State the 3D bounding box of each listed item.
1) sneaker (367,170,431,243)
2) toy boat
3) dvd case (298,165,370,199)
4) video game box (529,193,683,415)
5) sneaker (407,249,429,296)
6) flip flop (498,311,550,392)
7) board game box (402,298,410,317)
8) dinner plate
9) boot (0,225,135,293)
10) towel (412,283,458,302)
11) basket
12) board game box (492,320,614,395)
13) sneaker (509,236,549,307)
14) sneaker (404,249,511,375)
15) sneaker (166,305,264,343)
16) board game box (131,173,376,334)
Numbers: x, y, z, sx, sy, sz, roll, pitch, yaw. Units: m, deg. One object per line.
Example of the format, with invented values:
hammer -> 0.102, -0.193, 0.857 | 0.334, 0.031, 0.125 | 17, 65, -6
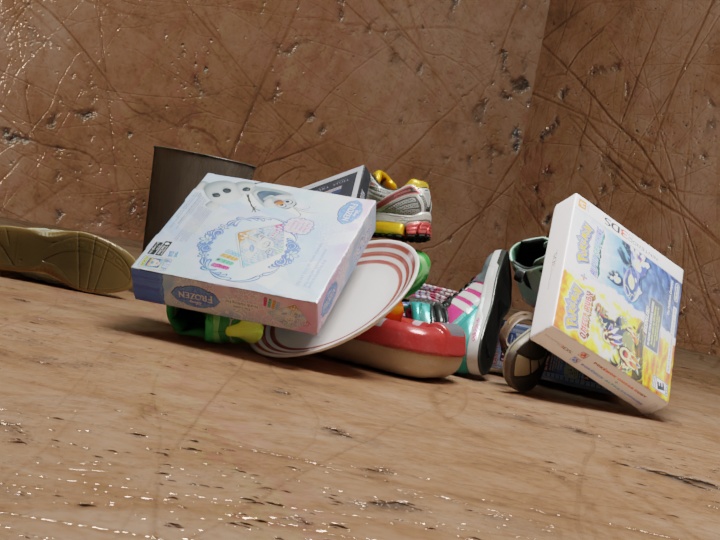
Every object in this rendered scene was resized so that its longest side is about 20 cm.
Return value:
sneaker -> 0.011, -0.083, 1.689 | 0.198, 0.083, 0.078 | 6, -3, 35
toy boat -> 0.025, 0.040, 1.487 | 0.198, 0.132, 0.130 | 12, 2, 26
dvd case -> -0.068, -0.041, 1.523 | 0.149, 0.025, 0.201 | -19, 29, 19
video game box -> 0.289, 0.037, 1.550 | 0.181, 0.201, 0.047 | 31, -39, -18
sneaker -> 0.000, 0.000, 1.596 | 0.198, 0.075, 0.083 | 2, -7, -27
flip flop -> 0.194, 0.077, 1.565 | 0.057, 0.082, 0.200 | 14, 27, 16
board game box -> 0.072, 0.075, 1.825 | 0.198, 0.062, 0.200 | 12, 2, 18
dinner plate -> -0.026, 0.034, 1.402 | 0.198, 0.024, 0.201 | -21, 26, 11
boot -> -0.384, -0.017, 1.743 | 0.198, 0.073, 0.155 | 11, -1, -6
towel -> 0.039, 0.023, 1.891 | 0.145, 0.030, 0.199 | 12, -1, 38
basket -> -0.234, -0.059, 1.847 | 0.135, 0.202, 0.180 | 11, 2, -33
board game box -> 0.243, 0.105, 1.723 | 0.198, 0.062, 0.200 | 12, 2, 6
sneaker -> 0.276, 0.016, 1.660 | 0.199, 0.074, 0.118 | 10, -24, 30
sneaker -> 0.115, 0.049, 1.641 | 0.119, 0.084, 0.201 | 1, 39, 21
sneaker -> -0.173, 0.021, 1.416 | 0.083, 0.075, 0.200 | -9, 22, -29
board game box -> -0.105, -0.023, 1.385 | 0.197, 0.044, 0.200 | 10, 35, 15
